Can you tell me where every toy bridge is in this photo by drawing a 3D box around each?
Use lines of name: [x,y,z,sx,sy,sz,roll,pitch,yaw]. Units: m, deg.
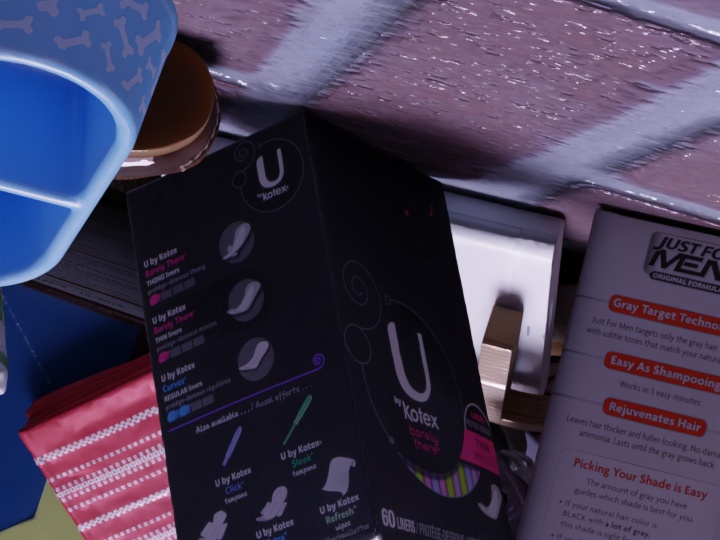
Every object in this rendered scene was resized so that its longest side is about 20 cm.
toy bridge: [0.067,0.048,1.181,0.199,0.027,0.067,15,143,8]

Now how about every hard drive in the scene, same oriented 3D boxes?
hard drive: [0.000,0.000,1.200,0.199,0.026,0.132,13,142,11]

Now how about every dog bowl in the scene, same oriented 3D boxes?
dog bowl: [-0.139,-0.053,0.873,0.111,0.050,0.200,14,151,-18]

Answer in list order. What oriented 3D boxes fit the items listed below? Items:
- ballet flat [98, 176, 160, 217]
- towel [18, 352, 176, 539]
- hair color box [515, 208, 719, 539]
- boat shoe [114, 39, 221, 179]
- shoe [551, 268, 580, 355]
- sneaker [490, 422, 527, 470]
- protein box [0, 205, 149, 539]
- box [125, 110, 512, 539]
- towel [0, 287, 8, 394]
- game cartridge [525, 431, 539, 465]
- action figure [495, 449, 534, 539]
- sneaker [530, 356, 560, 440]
ballet flat: [-0.129,-0.040,1.328,0.199,0.047,0.067,17,173,-16]
towel: [-0.075,0.131,1.262,0.144,0.201,0.023,-25,-164,17]
hair color box: [0.133,0.083,1.077,0.101,0.201,0.061,13,174,16]
boat shoe: [-0.156,-0.075,0.968,0.199,0.071,0.070,15,170,-1]
shoe: [0.111,0.018,1.291,0.070,0.054,0.200,-17,-170,-20]
sneaker: [-0.009,0.096,1.283,0.199,0.114,0.077,11,129,39]
protein box: [-0.160,0.073,1.371,0.134,0.200,0.200,20,-160,-3]
box: [-0.017,0.050,1.063,0.106,0.201,0.122,-23,155,27]
towel: [-0.222,-0.040,0.959,0.152,0.201,0.023,10,135,-38]
game cartridge: [0.066,0.099,1.415,0.133,0.041,0.200,24,166,48]
action figure: [0.114,0.128,1.258,0.069,0.130,0.200,48,-156,22]
sneaker: [0.095,0.060,1.422,0.199,0.087,0.080,12,-175,28]
